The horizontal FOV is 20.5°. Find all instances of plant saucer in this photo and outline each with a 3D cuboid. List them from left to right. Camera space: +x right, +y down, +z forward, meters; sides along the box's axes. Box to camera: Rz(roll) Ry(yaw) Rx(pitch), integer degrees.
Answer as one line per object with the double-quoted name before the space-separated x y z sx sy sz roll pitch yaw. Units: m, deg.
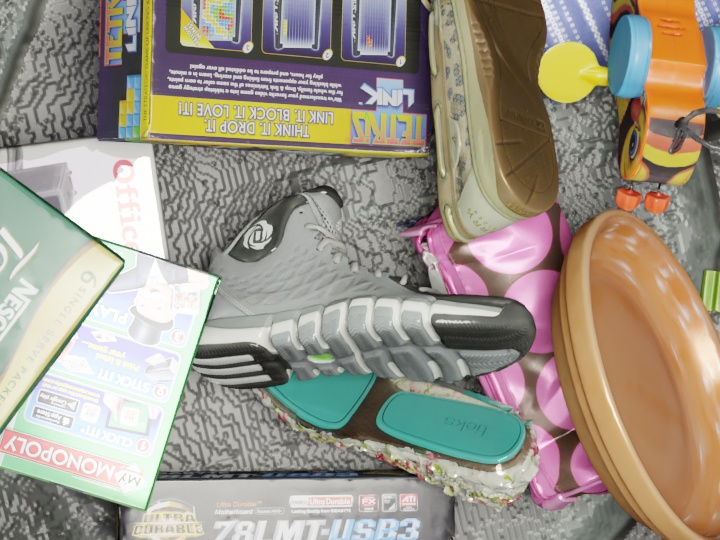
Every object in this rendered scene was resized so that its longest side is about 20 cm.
"plant saucer" 0.161 0.065 1.123 0.037 0.200 0.200 -22 95 27

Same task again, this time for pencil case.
"pencil case" 0.100 0.043 1.170 0.094 0.091 0.200 -30 94 -42

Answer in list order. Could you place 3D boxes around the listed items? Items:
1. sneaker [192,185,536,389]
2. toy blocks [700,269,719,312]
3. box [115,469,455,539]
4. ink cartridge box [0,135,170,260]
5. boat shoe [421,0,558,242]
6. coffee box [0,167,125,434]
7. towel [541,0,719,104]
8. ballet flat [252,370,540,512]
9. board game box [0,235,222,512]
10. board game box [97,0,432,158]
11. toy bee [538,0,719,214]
"sneaker" 0.000 0.000 1.122 0.200 0.075 0.116 -3 60 14
"toy blocks" 0.270 0.006 1.168 0.100 0.137 0.200 6 90 -8
"box" -0.044 0.217 1.169 0.200 0.050 0.199 0 89 -10
"ink cartridge box" -0.205 0.004 1.124 0.200 0.083 0.147 -9 91 -8
"boat shoe" 0.063 -0.113 1.124 0.073 0.063 0.200 24 52 -38
"coffee box" -0.234 -0.016 1.027 0.200 0.044 0.123 38 85 -5
"towel" 0.174 -0.208 1.211 0.200 0.024 0.145 -27 97 -6
"ballet flat" 0.012 0.088 1.150 0.200 0.064 0.076 25 58 25
"board game box" -0.190 0.036 1.069 0.200 0.029 0.135 18 88 -7
"board game box" -0.049 -0.149 1.114 0.200 0.057 0.165 1 92 -39
"toy bee" 0.163 -0.093 1.138 0.131 0.200 0.109 20 129 7
